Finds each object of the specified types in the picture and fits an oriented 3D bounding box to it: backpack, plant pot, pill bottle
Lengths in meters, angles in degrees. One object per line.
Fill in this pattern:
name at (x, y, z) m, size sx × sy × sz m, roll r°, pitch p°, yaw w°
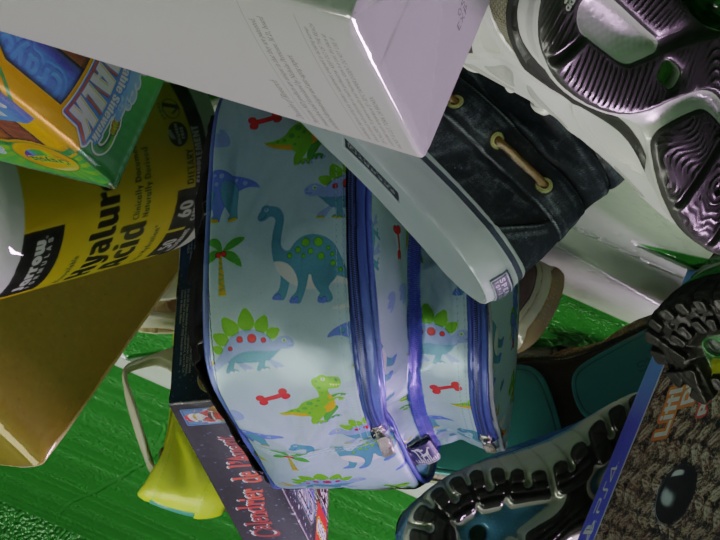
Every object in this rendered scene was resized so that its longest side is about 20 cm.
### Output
backpack at (0.000, 0.000, 1.276) m, size 0.146 × 0.184 × 0.200 m, roll -4°, pitch 161°, yaw 11°
plant pot at (-0.235, -0.031, 1.510) m, size 0.200 × 0.195 × 0.195 m, roll 45°, pitch 157°, yaw -27°
pill bottle at (-0.173, -0.044, 1.316) m, size 0.200 × 0.112 × 0.111 m, roll -17°, pitch -163°, yaw -42°

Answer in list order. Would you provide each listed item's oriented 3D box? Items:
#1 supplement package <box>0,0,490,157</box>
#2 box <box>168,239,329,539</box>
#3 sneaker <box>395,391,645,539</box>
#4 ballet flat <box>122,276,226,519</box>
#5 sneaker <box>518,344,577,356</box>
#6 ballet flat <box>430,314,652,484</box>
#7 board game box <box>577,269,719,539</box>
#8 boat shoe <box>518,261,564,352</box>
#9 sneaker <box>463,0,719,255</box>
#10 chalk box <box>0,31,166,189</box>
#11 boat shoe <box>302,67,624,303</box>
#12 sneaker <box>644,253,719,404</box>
supplement package at (-0.057, -0.140, 0.967) m, size 0.199 × 0.122 × 0.120 m, roll 17°, pitch 165°, yaw 20°
box at (-0.055, 0.060, 1.452) m, size 0.037 × 0.137 × 0.200 m, roll -6°, pitch 147°, yaw 11°
sneaker at (0.105, 0.107, 1.380) m, size 0.199 × 0.079 × 0.090 m, roll -13°, pitch -177°, yaw -16°
ballet flat at (-0.101, 0.042, 1.521) m, size 0.067 × 0.201 × 0.067 m, roll 1°, pitch 157°, yaw -7°
sneaker at (0.139, 0.081, 1.552) m, size 0.079 × 0.074 × 0.200 m, roll 38°, pitch 160°, yaw -30°
ballet flat at (0.115, 0.072, 1.442) m, size 0.199 × 0.071 × 0.071 m, roll -20°, pitch 147°, yaw 19°
board game box at (0.212, 0.082, 1.266) m, size 0.097 × 0.160 × 0.200 m, roll 29°, pitch 164°, yaw -19°
boat shoe at (0.032, 0.013, 1.484) m, size 0.065 × 0.072 × 0.200 m, roll 37°, pitch 159°, yaw -24°
sneaker at (0.094, -0.083, 1.082) m, size 0.115 × 0.076 × 0.200 m, roll 28°, pitch 172°, yaw 44°
chalk box at (-0.155, -0.121, 1.178) m, size 0.124 × 0.124 × 0.200 m, roll 13°, pitch 162°, yaw 36°
boat shoe at (0.023, -0.085, 1.163) m, size 0.200 × 0.091 × 0.071 m, roll 48°, pitch 169°, yaw 11°
sneaker at (0.205, -0.010, 1.143) m, size 0.078 × 0.085 × 0.200 m, roll 48°, pitch 143°, yaw -16°
